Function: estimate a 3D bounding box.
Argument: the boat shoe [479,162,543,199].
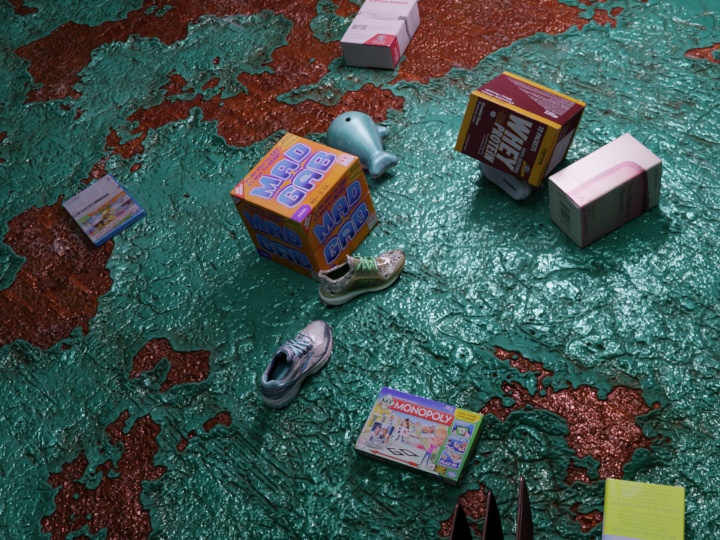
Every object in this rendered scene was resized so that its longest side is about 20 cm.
[{"bbox_3d":[0.325,-0.220,1.893,0.071,0.072,0.200,-11,45,-21],"label":"boat shoe"}]

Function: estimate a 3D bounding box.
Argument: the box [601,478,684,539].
[{"bbox_3d":[0.430,0.424,1.326,0.121,0.048,0.201,2,52,19],"label":"box"}]

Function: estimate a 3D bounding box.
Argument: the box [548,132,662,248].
[{"bbox_3d":[0.490,-0.160,1.744,0.199,0.128,0.109,-29,50,-8],"label":"box"}]

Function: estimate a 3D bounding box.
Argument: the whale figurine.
[{"bbox_3d":[0.001,-0.296,2.018,0.159,0.104,0.200,-33,50,-13],"label":"whale figurine"}]

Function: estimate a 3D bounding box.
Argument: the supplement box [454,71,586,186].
[{"bbox_3d":[0.337,-0.303,1.832,0.197,0.133,0.200,27,35,17],"label":"supplement box"}]

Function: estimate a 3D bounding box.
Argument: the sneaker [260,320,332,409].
[{"bbox_3d":[-0.122,0.169,1.675,0.077,0.086,0.200,18,58,28],"label":"sneaker"}]

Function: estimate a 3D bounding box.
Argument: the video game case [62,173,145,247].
[{"bbox_3d":[-0.633,-0.151,2.141,0.143,0.018,0.200,-37,50,-16],"label":"video game case"}]

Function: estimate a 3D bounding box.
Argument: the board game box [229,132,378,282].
[{"bbox_3d":[-0.115,-0.133,1.852,0.199,0.200,0.200,23,61,31],"label":"board game box"}]

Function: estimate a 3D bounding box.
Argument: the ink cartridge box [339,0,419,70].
[{"bbox_3d":[0.055,-0.630,2.296,0.146,0.083,0.200,12,56,24],"label":"ink cartridge box"}]

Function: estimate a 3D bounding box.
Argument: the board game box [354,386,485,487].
[{"bbox_3d":[0.105,0.293,1.544,0.199,0.029,0.135,12,56,25],"label":"board game box"}]

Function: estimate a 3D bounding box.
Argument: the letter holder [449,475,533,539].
[{"bbox_3d":[0.202,0.403,1.307,0.100,0.200,0.143,1,51,18],"label":"letter holder"}]

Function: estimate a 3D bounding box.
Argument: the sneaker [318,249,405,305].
[{"bbox_3d":[0.000,0.000,1.780,0.199,0.089,0.077,-26,48,-6],"label":"sneaker"}]
